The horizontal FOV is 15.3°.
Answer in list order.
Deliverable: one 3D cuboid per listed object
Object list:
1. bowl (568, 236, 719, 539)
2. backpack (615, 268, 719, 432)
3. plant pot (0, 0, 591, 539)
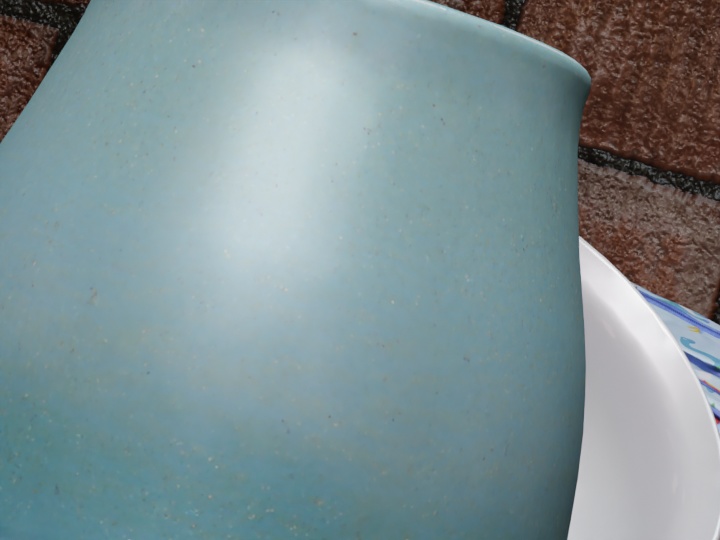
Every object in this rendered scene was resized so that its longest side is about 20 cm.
[{"bbox_3d":[0.021,0.063,0.937,0.200,0.091,0.202,21,41,-19],"label":"bowl"},{"bbox_3d":[0.103,0.083,1.118,0.199,0.164,0.154,22,8,0],"label":"backpack"},{"bbox_3d":[-0.027,0.018,0.709,0.199,0.189,0.200,15,0,0],"label":"plant pot"}]
